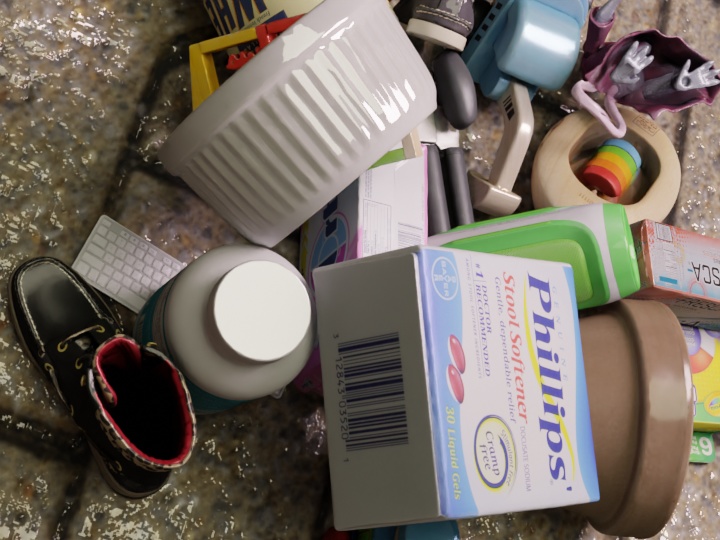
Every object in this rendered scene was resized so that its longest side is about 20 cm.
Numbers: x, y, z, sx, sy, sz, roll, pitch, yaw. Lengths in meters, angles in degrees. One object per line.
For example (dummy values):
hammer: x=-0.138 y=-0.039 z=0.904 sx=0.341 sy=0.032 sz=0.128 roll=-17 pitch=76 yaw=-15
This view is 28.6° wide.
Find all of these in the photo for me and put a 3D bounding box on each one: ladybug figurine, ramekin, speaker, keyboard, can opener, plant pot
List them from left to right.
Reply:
keyboard: x=-0.137 y=0.031 z=1.141 sx=0.199 sy=0.011 sz=0.057 roll=33 pitch=59 yaw=-15
ramekin: x=-0.037 y=-0.107 z=1.010 sx=0.105 sy=0.200 sz=0.200 roll=49 pitch=57 yaw=-4
can opener: x=0.078 y=-0.100 z=1.275 sx=0.053 sy=0.067 sz=0.201 roll=1 pitch=71 yaw=-28
speaker: x=0.130 y=0.000 z=1.190 sx=0.199 sy=0.088 sz=0.089 roll=-12 pitch=73 yaw=14
plant pot: x=0.163 y=0.120 z=1.189 sx=0.173 sy=0.200 sz=0.202 roll=4 pitch=69 yaw=-8
ladybug figurine: x=0.228 y=-0.083 z=1.335 sx=0.135 sy=0.072 sz=0.200 roll=38 pitch=47 yaw=11

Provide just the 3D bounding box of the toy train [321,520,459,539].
toy train: x=0.037 y=0.150 z=1.130 sx=0.084 sy=0.116 sz=0.201 roll=18 pitch=64 yaw=-22

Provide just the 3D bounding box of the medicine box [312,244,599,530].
medicine box: x=0.072 y=0.085 z=1.017 sx=0.199 sy=0.102 sz=0.184 roll=5 pitch=76 yaw=-49

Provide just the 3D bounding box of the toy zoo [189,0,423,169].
toy zoo: x=-0.059 y=-0.132 z=1.125 sx=0.020 sy=0.199 sz=0.132 roll=-26 pitch=104 yaw=-68

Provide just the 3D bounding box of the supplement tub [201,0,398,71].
supplement tub: x=-0.052 y=-0.221 z=1.200 sx=0.144 sy=0.145 sz=0.201 roll=-23 pitch=84 yaw=-33

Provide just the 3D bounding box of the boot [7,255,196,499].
boot: x=-0.185 y=0.068 z=1.014 sx=0.073 sy=0.151 sz=0.201 roll=-25 pitch=87 yaw=-21

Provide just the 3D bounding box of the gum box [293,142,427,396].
gum box: x=0.000 y=0.000 z=1.158 sx=0.066 sy=0.113 sz=0.201 roll=14 pitch=61 yaw=-24

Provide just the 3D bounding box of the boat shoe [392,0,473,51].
boat shoe: x=0.069 y=-0.233 z=1.248 sx=0.072 sy=0.200 sz=0.063 roll=18 pitch=100 yaw=-7

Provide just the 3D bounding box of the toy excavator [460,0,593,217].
toy excavator: x=0.145 y=-0.176 z=1.310 sx=0.099 sy=0.195 sz=0.201 roll=19 pitch=36 yaw=-22

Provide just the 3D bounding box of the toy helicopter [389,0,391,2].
toy helicopter: x=0.040 y=-0.315 z=1.253 sx=0.079 sy=0.200 sz=0.133 roll=38 pitch=76 yaw=-11

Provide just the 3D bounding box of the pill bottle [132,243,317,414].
pill bottle: x=-0.098 y=0.044 z=1.036 sx=0.110 sy=0.200 sz=0.112 roll=4 pitch=79 yaw=-19

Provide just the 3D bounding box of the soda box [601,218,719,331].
soda box: x=0.297 y=0.008 z=1.279 sx=0.199 sy=0.068 sz=0.064 roll=12 pitch=67 yaw=-38

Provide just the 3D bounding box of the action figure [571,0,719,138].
action figure: x=0.257 y=-0.184 z=1.349 sx=0.149 sy=0.200 sz=0.134 roll=-45 pitch=108 yaw=-2

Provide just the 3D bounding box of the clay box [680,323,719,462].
clay box: x=0.296 y=0.078 z=1.341 sx=0.114 sy=0.048 sz=0.201 roll=6 pitch=69 yaw=-28
